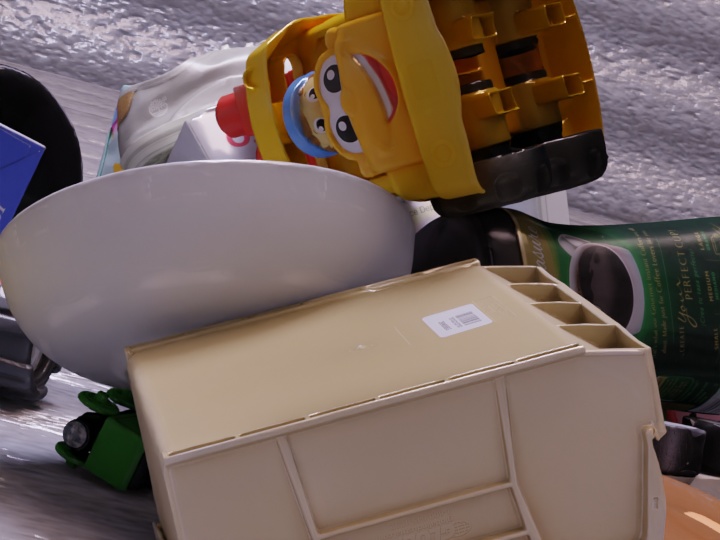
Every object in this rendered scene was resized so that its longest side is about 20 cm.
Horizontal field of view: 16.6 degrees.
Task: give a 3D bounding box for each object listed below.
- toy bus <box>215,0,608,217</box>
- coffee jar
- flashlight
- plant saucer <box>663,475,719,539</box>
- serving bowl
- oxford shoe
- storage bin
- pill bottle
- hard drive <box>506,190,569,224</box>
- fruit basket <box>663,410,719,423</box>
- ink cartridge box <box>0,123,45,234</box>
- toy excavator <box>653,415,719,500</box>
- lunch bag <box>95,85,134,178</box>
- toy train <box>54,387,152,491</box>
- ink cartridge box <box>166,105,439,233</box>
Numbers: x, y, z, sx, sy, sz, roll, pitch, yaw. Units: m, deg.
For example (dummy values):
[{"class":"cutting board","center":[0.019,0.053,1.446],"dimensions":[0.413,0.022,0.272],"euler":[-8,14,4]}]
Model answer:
[{"class":"toy bus","center":[0.008,-0.087,1.234],"dimensions":[0.191,0.136,0.200],"euler":[-13,3,23]},{"class":"coffee jar","center":[0.122,0.022,1.275],"dimensions":[0.199,0.105,0.085],"euler":[2,-19,-24]},{"class":"flashlight","center":[-0.258,0.016,1.332],"dimensions":[0.199,0.068,0.068],"euler":[13,44,12]},{"class":"plant saucer","center":[0.136,0.143,1.084],"dimensions":[0.200,0.032,0.200],"euler":[20,26,-10]},{"class":"serving bowl","center":[-0.071,0.016,1.171],"dimensions":[0.199,0.066,0.200],"euler":[-5,-20,-2]},{"class":"oxford shoe","center":[-0.051,-0.106,1.397],"dimensions":[0.200,0.075,0.058],"euler":[-21,67,-20]},{"class":"storage bin","center":[0.009,0.073,1.031],"dimensions":[0.198,0.094,0.200],"euler":[-14,12,-7]},{"class":"pill bottle","center":[-0.251,-0.045,1.414],"dimensions":[0.112,0.112,0.200],"euler":[11,-15,-34]},{"class":"hard drive","center":[0.084,-0.004,1.424],"dimensions":[0.026,0.201,0.132],"euler":[-1,-9,-23]},{"class":"fruit basket","center":[0.213,0.063,1.581],"dimensions":[0.215,0.156,0.216],"euler":[8,-5,1]},{"class":"ink cartridge box","center":[-0.247,-0.053,1.272],"dimensions":[0.044,0.094,0.200],"euler":[27,-2,-41]},{"class":"toy excavator","center":[0.123,0.116,1.311],"dimensions":[0.200,0.100,0.194],"euler":[11,1,40]},{"class":"lunch bag","center":[-0.069,-0.013,1.478],"dimensions":[0.199,0.171,0.122],"euler":[13,-7,-8]},{"class":"toy train","center":[-0.089,0.083,1.275],"dimensions":[0.056,0.042,0.200],"euler":[29,12,20]},{"class":"ink cartridge box","center":[0.000,0.000,1.343],"dimensions":[0.147,0.086,0.200],"euler":[-17,65,-29]}]
